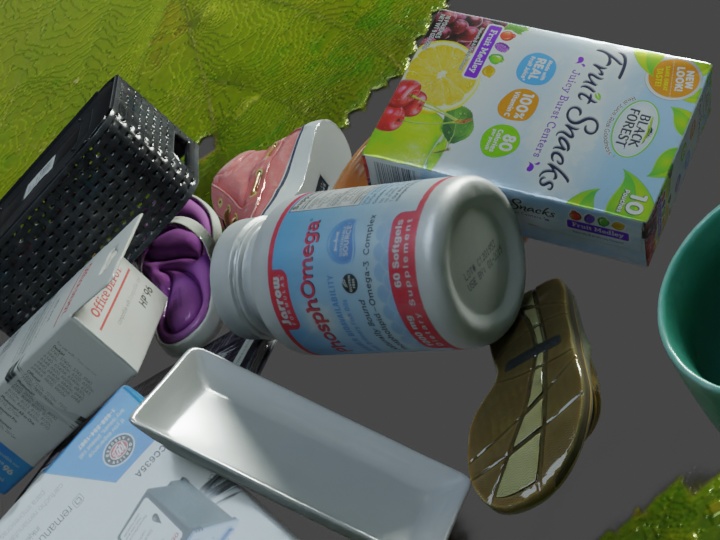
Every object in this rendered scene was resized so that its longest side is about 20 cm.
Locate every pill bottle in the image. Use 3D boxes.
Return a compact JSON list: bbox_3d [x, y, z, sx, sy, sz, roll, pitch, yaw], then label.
[{"bbox_3d":[0.000,0.000,1.068,0.198,0.109,0.110,-5,49,38],"label":"pill bottle"}]

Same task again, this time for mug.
[{"bbox_3d":[0.261,0.034,0.854,0.183,0.115,0.153,-10,46,33],"label":"mug"}]

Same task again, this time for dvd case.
[{"bbox_3d":[-0.145,0.097,1.175,0.199,0.016,0.149,-31,11,15],"label":"dvd case"}]

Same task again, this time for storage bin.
[{"bbox_3d":[-0.229,-0.045,1.326,0.200,0.094,0.135,-47,19,13],"label":"storage bin"}]

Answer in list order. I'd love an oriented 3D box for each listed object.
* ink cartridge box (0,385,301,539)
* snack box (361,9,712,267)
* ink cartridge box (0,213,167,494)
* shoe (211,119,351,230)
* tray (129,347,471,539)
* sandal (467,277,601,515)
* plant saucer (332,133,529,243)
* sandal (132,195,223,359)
[{"bbox_3d":[-0.114,0.191,0.991,0.199,0.086,0.147,36,79,29],"label":"ink cartridge box"},{"bbox_3d":[0.119,-0.093,1.093,0.198,0.053,0.143,15,59,21],"label":"snack box"},{"bbox_3d":[-0.214,0.061,1.223,0.200,0.068,0.116,-41,17,23],"label":"ink cartridge box"},{"bbox_3d":[-0.071,-0.032,1.248,0.090,0.072,0.201,-18,35,29],"label":"shoe"},{"bbox_3d":[-0.035,0.116,0.988,0.107,0.198,0.022,-53,-13,-62],"label":"tray"},{"bbox_3d":[0.113,0.078,0.997,0.080,0.054,0.201,-28,24,22],"label":"sandal"},{"bbox_3d":[0.063,-0.055,1.180,0.198,0.038,0.202,-24,40,21],"label":"plant saucer"},{"bbox_3d":[-0.149,-0.012,1.310,0.082,0.050,0.203,-36,37,7],"label":"sandal"}]
